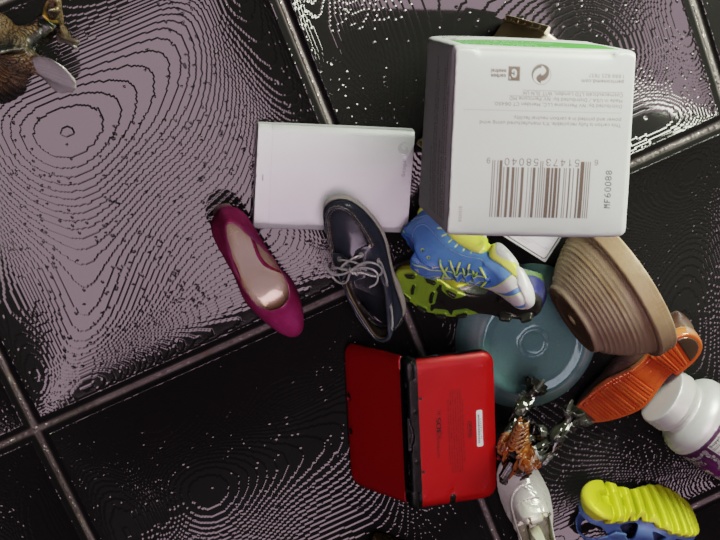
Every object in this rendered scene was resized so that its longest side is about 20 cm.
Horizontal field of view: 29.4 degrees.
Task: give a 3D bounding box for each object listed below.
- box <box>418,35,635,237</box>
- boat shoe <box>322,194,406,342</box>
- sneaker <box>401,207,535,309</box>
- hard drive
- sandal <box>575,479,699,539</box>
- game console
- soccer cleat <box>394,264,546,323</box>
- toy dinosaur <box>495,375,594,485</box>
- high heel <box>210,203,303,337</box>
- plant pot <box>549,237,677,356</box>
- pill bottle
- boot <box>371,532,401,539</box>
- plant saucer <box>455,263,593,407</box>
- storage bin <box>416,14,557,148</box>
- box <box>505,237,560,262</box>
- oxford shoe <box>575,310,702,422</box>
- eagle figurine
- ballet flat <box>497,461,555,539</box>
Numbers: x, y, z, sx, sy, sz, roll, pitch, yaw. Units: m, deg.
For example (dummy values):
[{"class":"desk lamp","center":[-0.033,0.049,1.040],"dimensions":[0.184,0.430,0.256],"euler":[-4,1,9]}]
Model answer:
[{"class":"box","center":[0.175,-0.148,1.483],"dimensions":[0.197,0.171,0.202],"euler":[0,101,-8]},{"class":"boat shoe","center":[0.000,0.000,1.730],"dimensions":[0.074,0.062,0.201],"euler":[-7,121,20]},{"class":"sneaker","center":[0.126,-0.005,1.715],"dimensions":[0.105,0.200,0.076],"euler":[-36,151,-8]},{"class":"hard drive","center":[-0.035,-0.117,1.734],"dimensions":[0.198,0.026,0.133],"euler":[2,103,-10]},{"class":"sandal","center":[0.377,0.344,1.904],"dimensions":[0.199,0.080,0.087],"euler":[14,132,-18]},{"class":"game console","center":[0.079,0.193,1.788],"dimensions":[0.171,0.119,0.202],"euler":[-7,105,-13]},{"class":"soccer cleat","center":[0.142,0.019,1.778],"dimensions":[0.199,0.084,0.065],"euler":[8,129,11]},{"class":"toy dinosaur","center":[0.222,0.218,1.764],"dimensions":[0.102,0.200,0.136],"euler":[38,83,-1]},{"class":"high heel","center":[-0.124,0.007,1.711],"dimensions":[0.067,0.096,0.201],"euler":[-26,106,-3]},{"class":"plant pot","center":[0.304,0.038,1.739],"dimensions":[0.092,0.201,0.202],"euler":[-33,107,-4]},{"class":"pill bottle","center":[0.482,0.217,1.863],"dimensions":[0.199,0.112,0.113],"euler":[32,96,-15]},{"class":"boot","center":[0.071,0.465,1.872],"dimensions":[0.199,0.072,0.155],"euler":[28,97,-10]},{"class":"plant saucer","center":[0.226,0.092,1.827],"dimensions":[0.198,0.036,0.202],"euler":[-2,104,-9]},{"class":"storage bin","center":[0.175,-0.195,1.662],"dimensions":[0.093,0.199,0.201],"euler":[33,96,-17]},{"class":"box","center":[0.238,-0.128,1.762],"dimensions":[0.116,0.060,0.201],"euler":[31,96,-16]},{"class":"oxford shoe","center":[0.370,0.132,1.852],"dimensions":[0.200,0.073,0.071],"euler":[-38,121,19]},{"class":"eagle figurine","center":[-0.432,-0.259,1.581],"dimensions":[0.199,0.151,0.153],"euler":[-23,117,-15]},{"class":"ballet flat","center":[0.239,0.348,1.877],"dimensions":[0.069,0.069,0.201],"euler":[-18,106,-5]}]
